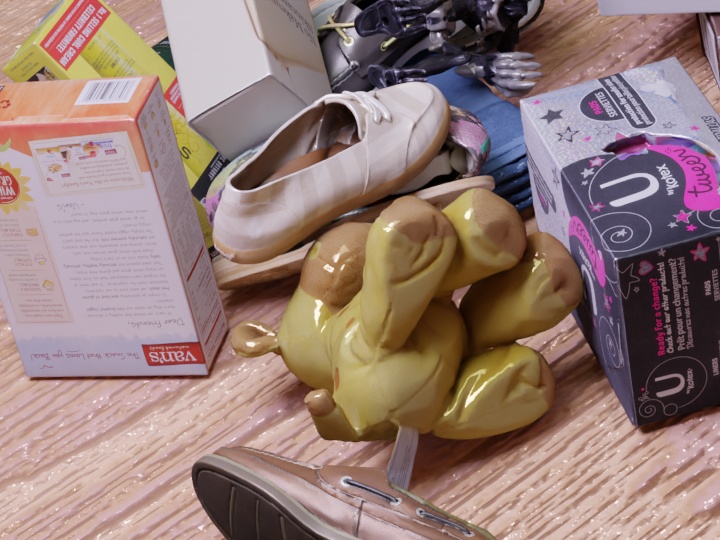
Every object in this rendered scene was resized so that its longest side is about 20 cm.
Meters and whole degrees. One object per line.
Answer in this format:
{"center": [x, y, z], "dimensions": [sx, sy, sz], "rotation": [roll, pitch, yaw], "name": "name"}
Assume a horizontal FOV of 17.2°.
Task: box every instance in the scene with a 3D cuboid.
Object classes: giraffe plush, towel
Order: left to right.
{"center": [0.015, 0.035, 1.459], "dimensions": [0.201, 0.172, 0.162], "rotation": [-59, 33, -2], "name": "giraffe plush"}
{"center": [0.055, -0.091, 1.682], "dimensions": [0.111, 0.049, 0.200], "rotation": [-26, 37, -17], "name": "towel"}

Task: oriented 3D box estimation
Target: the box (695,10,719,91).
{"center": [0.344, -0.180, 1.688], "dimensions": [0.198, 0.075, 0.100], "rotation": [-13, 34, 4], "name": "box"}

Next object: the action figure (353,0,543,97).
{"center": [0.087, -0.178, 1.656], "dimensions": [0.101, 0.120, 0.200], "rotation": [14, 32, 36], "name": "action figure"}

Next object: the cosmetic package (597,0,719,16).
{"center": [0.278, -0.240, 1.688], "dimensions": [0.198, 0.052, 0.151], "rotation": [1, 37, 22], "name": "cosmetic package"}

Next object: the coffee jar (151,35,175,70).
{"center": [-0.128, -0.126, 1.742], "dimensions": [0.200, 0.105, 0.085], "rotation": [-41, 19, -33], "name": "coffee jar"}

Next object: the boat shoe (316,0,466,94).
{"center": [0.003, -0.169, 1.708], "dimensions": [0.201, 0.061, 0.071], "rotation": [-41, 42, -24], "name": "boat shoe"}

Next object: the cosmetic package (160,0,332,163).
{"center": [-0.083, -0.171, 1.643], "dimensions": [0.073, 0.103, 0.201], "rotation": [-28, 54, 18], "name": "cosmetic package"}

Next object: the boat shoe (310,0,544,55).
{"center": [0.045, -0.183, 1.807], "dimensions": [0.198, 0.076, 0.060], "rotation": [-9, -5, 11], "name": "boat shoe"}

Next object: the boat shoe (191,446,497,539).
{"center": [-0.006, 0.148, 1.356], "dimensions": [0.199, 0.072, 0.068], "rotation": [27, 50, 29], "name": "boat shoe"}

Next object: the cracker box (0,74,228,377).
{"center": [-0.174, -0.025, 1.535], "dimensions": [0.133, 0.201, 0.058], "rotation": [-1, 35, 17], "name": "cracker box"}

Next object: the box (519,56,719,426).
{"center": [0.181, -0.022, 1.467], "dimensions": [0.114, 0.133, 0.200], "rotation": [-16, 35, -6], "name": "box"}

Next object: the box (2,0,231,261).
{"center": [-0.147, -0.101, 1.637], "dimensions": [0.050, 0.200, 0.075], "rotation": [-29, 21, 48], "name": "box"}

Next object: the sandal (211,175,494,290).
{"center": [0.003, 0.000, 1.571], "dimensions": [0.210, 0.070, 0.077], "rotation": [-17, -8, 24], "name": "sandal"}

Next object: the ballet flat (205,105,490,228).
{"center": [-0.011, -0.062, 1.569], "dimensions": [0.198, 0.070, 0.071], "rotation": [-13, 12, 6], "name": "ballet flat"}

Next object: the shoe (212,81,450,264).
{"center": [-0.015, -0.073, 1.493], "dimensions": [0.070, 0.054, 0.200], "rotation": [25, 47, 35], "name": "shoe"}
